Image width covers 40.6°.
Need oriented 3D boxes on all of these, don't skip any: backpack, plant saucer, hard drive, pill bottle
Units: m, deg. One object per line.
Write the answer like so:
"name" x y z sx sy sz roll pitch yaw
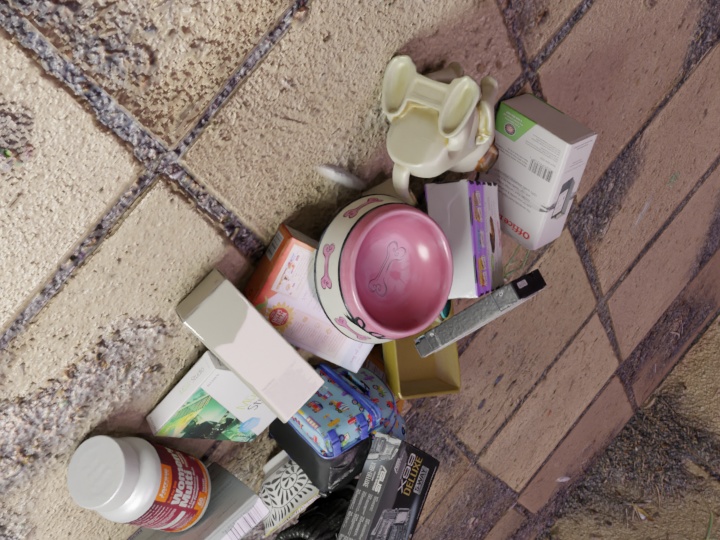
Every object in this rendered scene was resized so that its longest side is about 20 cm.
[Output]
"backpack" -0.026 0.227 1.531 0.198 0.182 0.136 -23 136 -30
"plant saucer" 0.092 0.110 1.627 0.199 0.048 0.204 4 78 -55
"hard drive" 0.192 0.069 1.557 0.199 0.038 0.139 -33 173 28
"pill bottle" -0.293 0.284 1.302 0.110 0.109 0.200 -51 150 -1

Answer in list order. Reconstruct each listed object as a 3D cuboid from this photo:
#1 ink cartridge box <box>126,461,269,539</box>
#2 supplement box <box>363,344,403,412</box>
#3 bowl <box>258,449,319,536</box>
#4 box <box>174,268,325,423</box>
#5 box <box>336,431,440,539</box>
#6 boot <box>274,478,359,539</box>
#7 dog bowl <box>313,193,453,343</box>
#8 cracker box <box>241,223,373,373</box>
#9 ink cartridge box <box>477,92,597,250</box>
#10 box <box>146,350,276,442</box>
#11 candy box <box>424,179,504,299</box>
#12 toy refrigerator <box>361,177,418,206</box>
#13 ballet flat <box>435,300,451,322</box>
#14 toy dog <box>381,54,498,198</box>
"ink cartridge box" -0.243 0.374 1.396 0.196 0.199 0.044 -41 107 -18
"supplement box" 0.037 0.222 1.730 0.066 0.069 0.202 -24 141 -40
"bowl" -0.101 0.339 1.608 0.200 0.095 0.201 -37 170 -7
"box" -0.142 0.097 1.254 0.082 0.068 0.201 -43 113 -7
"box" 0.041 0.363 1.491 0.158 0.049 0.203 41 68 -56
"boot" -0.077 0.417 1.521 0.157 0.079 0.212 -36 167 -45
"dog bowl" 0.040 0.000 1.294 0.197 0.073 0.204 -2 94 -30
"cracker box" -0.055 0.041 1.340 0.198 0.058 0.135 27 101 -29
"ink cartridge box" 0.276 -0.160 1.578 0.083 0.145 0.202 -24 140 -40
"box" -0.182 0.182 1.368 0.144 0.037 0.199 -46 145 20
"candy box" 0.163 -0.049 1.488 0.200 0.070 0.171 -9 95 -70
"toy refrigerator" 0.073 -0.055 1.460 0.069 0.077 0.200 -26 150 9
"ballet flat" 0.123 0.027 1.586 0.200 0.070 0.070 -56 139 -57
"toy dog" 0.125 -0.189 1.340 0.199 0.138 0.198 -2 104 -62
